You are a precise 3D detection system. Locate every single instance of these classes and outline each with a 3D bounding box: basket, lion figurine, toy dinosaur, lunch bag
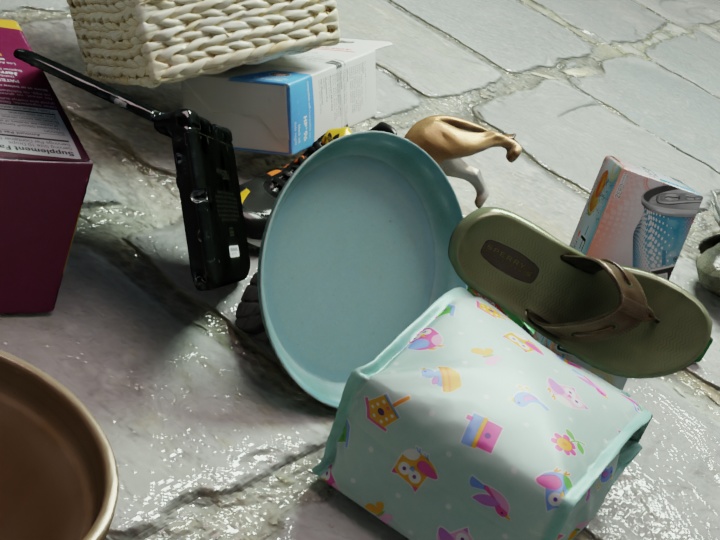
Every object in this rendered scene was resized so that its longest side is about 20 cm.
[{"bbox_3d":[-0.146,-0.261,1.217,0.200,0.161,0.198,-19,17,-26],"label":"basket"},{"bbox_3d":[0.047,-0.069,1.169,0.122,0.072,0.200,32,63,-5],"label":"lion figurine"},{"bbox_3d":[0.367,0.003,1.347,0.102,0.077,0.200,18,33,16],"label":"toy dinosaur"},{"bbox_3d":[0.093,0.105,0.928,0.170,0.122,0.200,31,32,17],"label":"lunch bag"}]

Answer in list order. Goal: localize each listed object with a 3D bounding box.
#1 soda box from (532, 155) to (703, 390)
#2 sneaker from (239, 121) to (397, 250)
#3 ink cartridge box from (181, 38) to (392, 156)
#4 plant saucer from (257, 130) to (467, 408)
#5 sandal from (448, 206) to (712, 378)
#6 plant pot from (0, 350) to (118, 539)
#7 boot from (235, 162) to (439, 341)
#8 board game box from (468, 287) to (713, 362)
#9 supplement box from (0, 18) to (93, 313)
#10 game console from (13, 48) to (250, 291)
[{"bbox_3d":[0.184,0.019,1.043,0.068,0.200,0.064,18,13,-6],"label":"soda box"},{"bbox_3d":[-0.043,-0.081,1.167,0.070,0.090,0.200,38,33,24],"label":"sneaker"},{"bbox_3d":[-0.061,-0.166,1.278,0.116,0.068,0.200,9,23,27],"label":"ink cartridge box"},{"bbox_3d":[0.000,0.000,0.993,0.200,0.200,0.027,-8,10,-42],"label":"plant saucer"},{"bbox_3d":[0.155,0.021,0.973,0.201,0.080,0.057,23,0,-9],"label":"sandal"},{"bbox_3d":[-0.232,0.125,0.704,0.201,0.093,0.201,18,30,-11],"label":"plant pot"},{"bbox_3d":[0.008,0.010,1.057,0.070,0.200,0.132,21,-28,56],"label":"boot"},{"bbox_3d":[0.194,0.031,1.208,0.200,0.029,0.135,1,36,-33],"label":"board game box"},{"bbox_3d":[-0.275,-0.080,0.969,0.103,0.131,0.200,2,37,-33],"label":"supplement box"},{"bbox_3d":[-0.156,-0.069,0.989,0.116,0.176,0.200,-8,2,3],"label":"game console"}]
